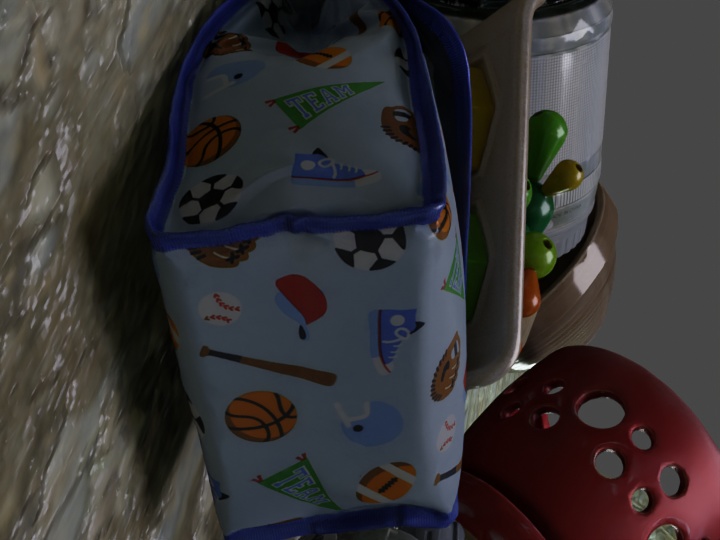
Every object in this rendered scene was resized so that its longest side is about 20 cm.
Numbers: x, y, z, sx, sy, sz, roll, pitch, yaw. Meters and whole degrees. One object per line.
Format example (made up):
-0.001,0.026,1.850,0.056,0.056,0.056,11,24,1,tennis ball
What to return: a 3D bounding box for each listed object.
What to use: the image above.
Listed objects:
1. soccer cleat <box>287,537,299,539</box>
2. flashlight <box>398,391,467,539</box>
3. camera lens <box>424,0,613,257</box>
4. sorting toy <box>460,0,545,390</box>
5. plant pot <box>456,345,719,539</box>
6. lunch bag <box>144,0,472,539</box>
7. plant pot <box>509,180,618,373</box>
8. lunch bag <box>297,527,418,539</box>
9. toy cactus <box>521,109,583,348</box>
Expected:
-0.017,0.189,0.756,0.078,0.069,0.202,-128,-143,-75,soccer cleat
0.044,0.109,0.822,0.068,0.068,0.201,36,42,-31,flashlight
0.100,-0.123,0.945,0.160,0.158,0.202,-66,158,-58,camera lens
0.036,-0.033,0.684,0.185,0.036,0.202,158,-59,-67,sorting toy
0.141,0.182,0.936,0.182,0.200,0.202,-31,137,-26,plant pot
-0.013,-0.018,0.538,0.201,0.122,0.171,-94,180,-51,lunch bag
0.138,0.017,1.066,0.093,0.200,0.202,48,36,-25,plant pot
-0.008,0.237,0.603,0.201,0.138,0.169,-69,161,-57,lunch bag
0.078,-0.001,0.787,0.166,0.101,0.201,80,20,-55,toy cactus
